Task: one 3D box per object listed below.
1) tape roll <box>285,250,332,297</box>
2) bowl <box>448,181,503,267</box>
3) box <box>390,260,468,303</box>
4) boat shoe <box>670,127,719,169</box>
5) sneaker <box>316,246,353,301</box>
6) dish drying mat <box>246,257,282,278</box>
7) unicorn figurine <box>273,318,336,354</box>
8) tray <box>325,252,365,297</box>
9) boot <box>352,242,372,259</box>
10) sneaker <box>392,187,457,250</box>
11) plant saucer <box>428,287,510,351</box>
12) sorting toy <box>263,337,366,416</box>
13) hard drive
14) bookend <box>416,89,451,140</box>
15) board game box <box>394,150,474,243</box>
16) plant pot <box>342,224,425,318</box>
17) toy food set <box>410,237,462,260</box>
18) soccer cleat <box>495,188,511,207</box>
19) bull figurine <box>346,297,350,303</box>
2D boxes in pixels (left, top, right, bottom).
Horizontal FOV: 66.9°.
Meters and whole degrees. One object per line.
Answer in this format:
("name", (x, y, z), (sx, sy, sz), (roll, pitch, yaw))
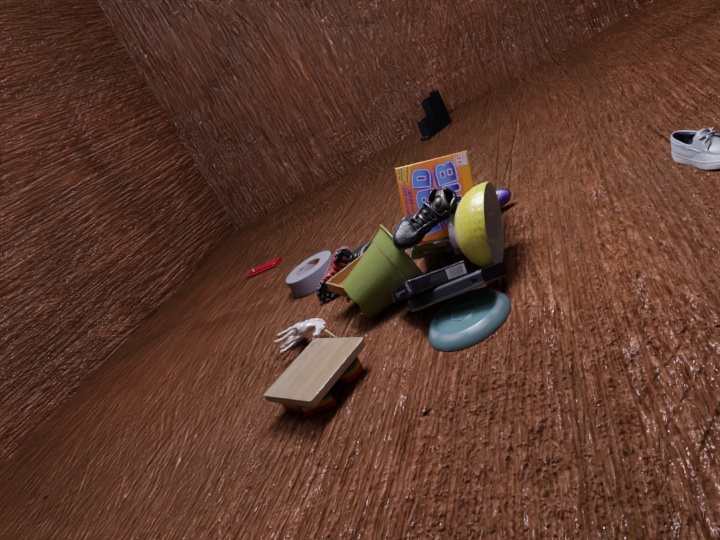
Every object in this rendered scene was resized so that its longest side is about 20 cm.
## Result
("tape roll", (-0.177, 0.012, 2.004), (0.196, 0.067, 0.201), (-29, 19, 11))
("bowl", (0.271, -0.102, 1.305), (0.104, 0.206, 0.201), (-6, 28, 26))
("box", (0.157, 0.031, 1.291), (0.139, 0.037, 0.200), (-19, -5, -11))
("boat shoe", (0.746, -0.271, 1.183), (0.069, 0.073, 0.201), (-31, 18, 1))
("sneaker", (-0.080, 0.007, 1.765), (0.205, 0.069, 0.098), (-62, 7, 17))
("dish drying mat", (-0.465, -0.016, 2.626), (0.196, 0.019, 0.077), (-21, 21, 33))
("unicorn figurine", (-0.172, 0.180, 1.549), (0.135, 0.076, 0.199), (-27, 10, -21))
("tray", (0.000, 0.000, 1.586), (0.198, 0.038, 0.098), (-37, 24, -24))
("boot", (0.003, -0.040, 1.809), (0.150, 0.075, 0.203), (-24, 6, 29))
("sneaker", (0.157, -0.133, 1.325), (0.196, 0.077, 0.115), (-34, -16, -5))
("plant saucer", (0.229, 0.097, 1.182), (0.196, 0.028, 0.201), (-30, 18, 10))
("sorting toy", (-0.094, 0.249, 1.261), (0.195, 0.071, 0.200), (-10, 28, 49))
("hard drive", (0.218, 0.037, 1.232), (0.196, 0.034, 0.138), (-25, -6, 36))
("bookend", (0.393, -0.885, 3.114), (0.198, 0.202, 0.091), (-38, 22, -19))
("board game box", (0.216, -0.192, 1.494), (0.193, 0.208, 0.200), (-11, 3, 11))
("plant pot", (0.052, 0.018, 1.456), (0.189, 0.201, 0.200), (-42, 18, 2))
("toy food set", (0.242, -0.057, 1.464), (0.140, 0.063, 0.198), (-15, 3, -32))
("soccer cleat", (0.357, -0.169, 1.602), (0.195, 0.069, 0.074), (-26, 38, 15))
("bull figurine", (-0.001, 0.036, 1.641), (0.118, 0.067, 0.200), (-22, 15, -6))
